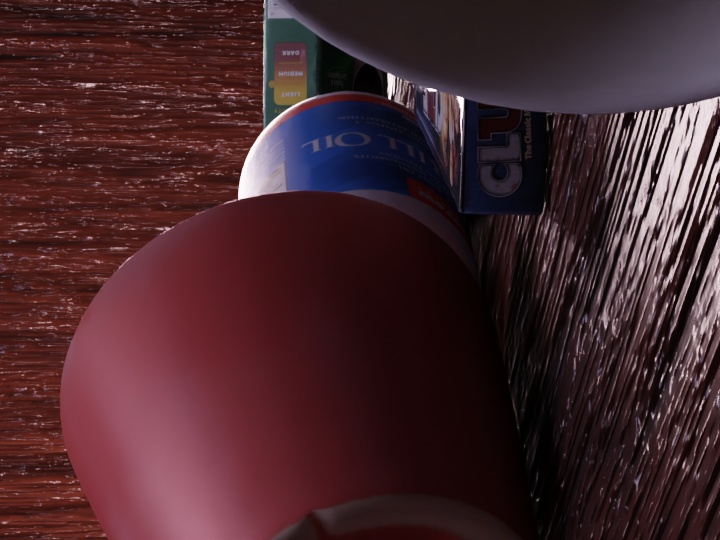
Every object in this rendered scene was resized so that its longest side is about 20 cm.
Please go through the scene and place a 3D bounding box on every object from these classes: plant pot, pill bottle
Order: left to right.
[{"bbox_3d":[-0.014,0.096,1.102,0.177,0.200,0.201,-114,22,-54],"label":"plant pot"},{"bbox_3d":[0.000,0.000,1.286,0.200,0.112,0.112,-101,12,-63],"label":"pill bottle"}]

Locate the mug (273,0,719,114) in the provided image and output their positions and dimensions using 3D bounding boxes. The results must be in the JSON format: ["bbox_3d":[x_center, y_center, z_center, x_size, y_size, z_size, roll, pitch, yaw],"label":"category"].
[{"bbox_3d":[0.062,-0.141,0.529,0.149,0.186,0.153,51,-147,-38],"label":"mug"}]

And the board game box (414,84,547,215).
[{"bbox_3d":[0.049,-0.111,1.130,0.200,0.035,0.136,-107,17,-76],"label":"board game box"}]

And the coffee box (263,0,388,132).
[{"bbox_3d":[-0.022,-0.121,1.715,0.123,0.044,0.200,-8,-81,-68],"label":"coffee box"}]
